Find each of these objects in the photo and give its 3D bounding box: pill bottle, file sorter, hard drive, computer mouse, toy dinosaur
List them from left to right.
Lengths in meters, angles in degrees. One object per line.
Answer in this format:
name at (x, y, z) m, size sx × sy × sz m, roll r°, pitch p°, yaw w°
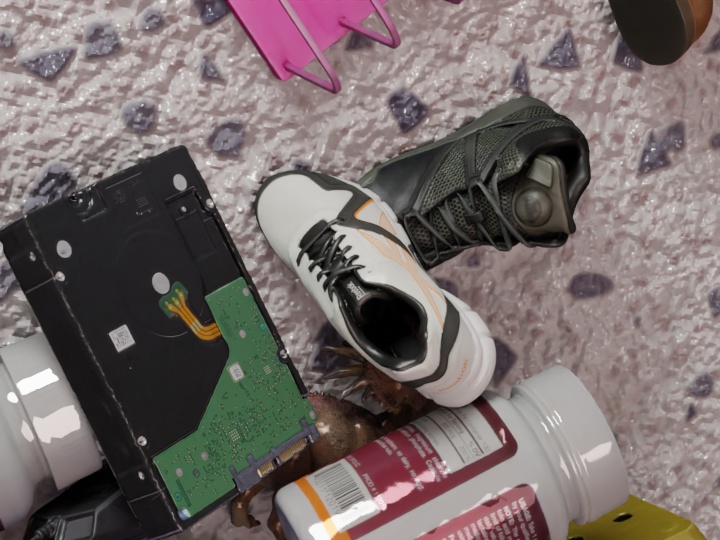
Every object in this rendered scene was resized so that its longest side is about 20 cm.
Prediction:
pill bottle at (-0.262, 0.117, 1.031) m, size 0.198 × 0.109 × 0.111 m, roll -24°, pitch 113°, yaw -14°
computer mouse at (-0.183, 0.162, 1.078) m, size 0.200 × 0.139 × 0.046 m, roll -38°, pitch 111°, yaw -52°
hard drive at (-0.116, 0.040, 1.037) m, size 0.139 × 0.038 × 0.202 m, roll -31°, pitch 94°, yaw -46°
toy dinosaur at (-0.028, 0.108, 1.141) m, size 0.198 × 0.086 × 0.137 m, roll -7°, pitch 108°, yaw -16°
file sorter at (0.010, -0.219, 1.038) m, size 0.199 × 0.125 × 0.139 m, roll -39°, pitch 116°, yaw -8°
pill bottle at (0.057, 0.144, 1.071) m, size 0.198 × 0.114 × 0.115 m, roll -25°, pitch 113°, yaw -10°

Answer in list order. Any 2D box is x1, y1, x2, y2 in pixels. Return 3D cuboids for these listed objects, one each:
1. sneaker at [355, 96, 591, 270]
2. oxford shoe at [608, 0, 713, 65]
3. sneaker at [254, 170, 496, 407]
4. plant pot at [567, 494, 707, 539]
sneaker at (0.065, -0.039, 1.120) m, size 0.198 × 0.114 × 0.077 m, roll -29°, pitch 112°, yaw -9°
oxford shoe at (0.187, -0.242, 1.148) m, size 0.071 × 0.071 × 0.202 m, roll -37°, pitch 118°, yaw -39°
sneaker at (0.000, 0.000, 1.063) m, size 0.074 × 0.200 × 0.080 m, roll -53°, pitch 150°, yaw 10°
plant pot at (0.174, 0.268, 1.215) m, size 0.198 × 0.200 × 0.178 m, roll -22°, pitch 101°, yaw -15°
